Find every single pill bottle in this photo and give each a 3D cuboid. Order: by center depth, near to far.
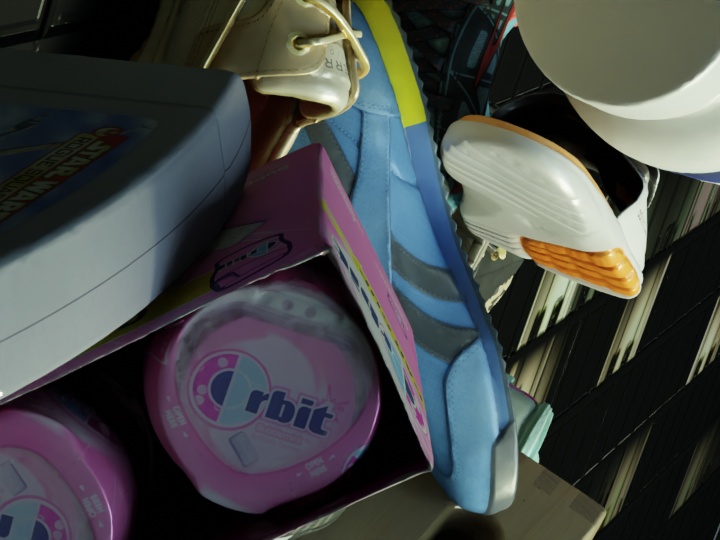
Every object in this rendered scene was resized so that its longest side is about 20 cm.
[{"bbox_3d":[0.139,-0.092,0.998,0.200,0.119,0.120,10,104,-61],"label":"pill bottle"}]

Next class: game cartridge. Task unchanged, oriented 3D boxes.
[{"bbox_3d":[-0.112,-0.012,0.651,0.200,0.133,0.042,-42,130,-57],"label":"game cartridge"}]

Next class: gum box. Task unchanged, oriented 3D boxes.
[{"bbox_3d":[-0.085,0.047,0.703,0.114,0.199,0.066,-96,160,-74],"label":"gum box"}]

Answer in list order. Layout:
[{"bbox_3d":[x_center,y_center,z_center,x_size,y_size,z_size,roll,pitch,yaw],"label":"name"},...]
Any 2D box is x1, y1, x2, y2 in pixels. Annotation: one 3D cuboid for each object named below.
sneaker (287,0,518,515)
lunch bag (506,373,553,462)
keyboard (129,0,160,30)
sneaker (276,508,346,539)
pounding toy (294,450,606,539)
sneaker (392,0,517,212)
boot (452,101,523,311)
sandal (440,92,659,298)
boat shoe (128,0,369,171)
[{"bbox_3d":[0.000,0.000,0.970,0.066,0.078,0.201,-172,-117,-76],"label":"sneaker"},{"bbox_3d":[0.029,0.130,1.347,0.161,0.077,0.200,-55,177,-20],"label":"lunch bag"},{"bbox_3d":[-0.023,-0.113,0.979,0.104,0.040,0.200,-65,165,-1],"label":"keyboard"},{"bbox_3d":[-0.053,0.040,0.849,0.200,0.090,0.067,28,51,-44],"label":"sneaker"},{"bbox_3d":[-0.004,0.183,0.996,0.200,0.142,0.185,-43,163,-54],"label":"pounding toy"},{"bbox_3d":[0.026,-0.109,1.087,0.096,0.079,0.201,85,22,-61],"label":"sneaker"},{"bbox_3d":[0.032,-0.012,1.221,0.151,0.073,0.201,-39,157,-59],"label":"boot"},{"bbox_3d":[0.080,-0.040,1.030,0.059,0.079,0.207,-65,168,-7],"label":"sandal"},{"bbox_3d":[-0.032,-0.071,0.892,0.200,0.069,0.074,-60,151,6],"label":"boat shoe"}]
